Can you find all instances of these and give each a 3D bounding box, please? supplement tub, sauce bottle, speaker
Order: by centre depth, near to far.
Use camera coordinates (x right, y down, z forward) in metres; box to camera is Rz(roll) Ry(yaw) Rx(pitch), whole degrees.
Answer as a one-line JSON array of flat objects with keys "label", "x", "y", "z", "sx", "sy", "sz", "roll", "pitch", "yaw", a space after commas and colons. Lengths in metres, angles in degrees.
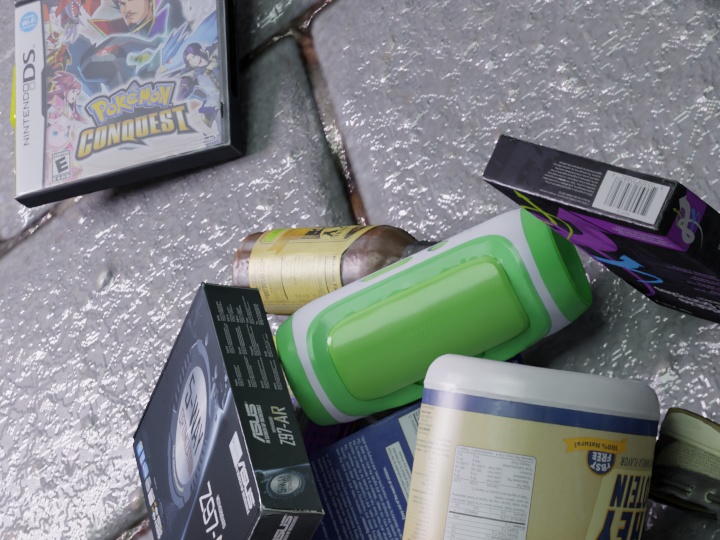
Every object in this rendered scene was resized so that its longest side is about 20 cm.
[{"label": "supplement tub", "x": 0.096, "y": 0.157, "z": 1.438, "sx": 0.144, "sy": 0.144, "sz": 0.201, "roll": 7, "pitch": 88, "yaw": 43}, {"label": "speaker", "x": 0.048, "y": 0.030, "z": 1.588, "sx": 0.199, "sy": 0.088, "sz": 0.089, "roll": -24, "pitch": 50, "yaw": 14}, {"label": "sauce bottle", "x": 0.000, "y": 0.000, "z": 1.701, "sx": 0.199, "sy": 0.065, "sz": 0.065, "roll": -1, "pitch": 65, "yaw": 39}]

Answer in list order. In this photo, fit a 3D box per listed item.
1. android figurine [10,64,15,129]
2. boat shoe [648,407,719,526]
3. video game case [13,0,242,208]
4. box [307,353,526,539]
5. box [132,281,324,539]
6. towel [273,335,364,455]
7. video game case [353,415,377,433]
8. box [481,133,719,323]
[{"label": "android figurine", "x": -0.218, "y": -0.169, "z": 2.010, "sx": 0.181, "sy": 0.041, "sz": 0.201, "roll": -25, "pitch": 49, "yaw": 28}, {"label": "boat shoe", "x": 0.238, "y": 0.142, "z": 1.406, "sx": 0.201, "sy": 0.072, "sz": 0.066, "roll": 29, "pitch": 91, "yaw": 52}, {"label": "video game case", "x": -0.189, "y": -0.157, "z": 1.935, "sx": 0.199, "sy": 0.025, "sz": 0.182, "roll": -13, "pitch": 67, "yaw": 23}, {"label": "box", "x": 0.037, "y": 0.145, "z": 1.565, "sx": 0.199, "sy": 0.032, "sz": 0.121, "roll": -26, "pitch": 48, "yaw": 4}, {"label": "box", "x": -0.091, "y": 0.135, "z": 1.593, "sx": 0.201, "sy": 0.043, "sz": 0.161, "roll": -108, "pitch": 34, "yaw": -42}, {"label": "towel", "x": -0.066, "y": 0.140, "z": 1.671, "sx": 0.143, "sy": 0.023, "sz": 0.201, "roll": 1, "pitch": 65, "yaw": 42}, {"label": "video game case", "x": -0.018, "y": 0.217, "z": 1.613, "sx": 0.200, "sy": 0.023, "sz": 0.182, "roll": -49, "pitch": 43, "yaw": 5}, {"label": "box", "x": 0.183, "y": -0.014, "z": 1.450, "sx": 0.143, "sy": 0.200, "sz": 0.036, "roll": 19, "pitch": 82, "yaw": 46}]
